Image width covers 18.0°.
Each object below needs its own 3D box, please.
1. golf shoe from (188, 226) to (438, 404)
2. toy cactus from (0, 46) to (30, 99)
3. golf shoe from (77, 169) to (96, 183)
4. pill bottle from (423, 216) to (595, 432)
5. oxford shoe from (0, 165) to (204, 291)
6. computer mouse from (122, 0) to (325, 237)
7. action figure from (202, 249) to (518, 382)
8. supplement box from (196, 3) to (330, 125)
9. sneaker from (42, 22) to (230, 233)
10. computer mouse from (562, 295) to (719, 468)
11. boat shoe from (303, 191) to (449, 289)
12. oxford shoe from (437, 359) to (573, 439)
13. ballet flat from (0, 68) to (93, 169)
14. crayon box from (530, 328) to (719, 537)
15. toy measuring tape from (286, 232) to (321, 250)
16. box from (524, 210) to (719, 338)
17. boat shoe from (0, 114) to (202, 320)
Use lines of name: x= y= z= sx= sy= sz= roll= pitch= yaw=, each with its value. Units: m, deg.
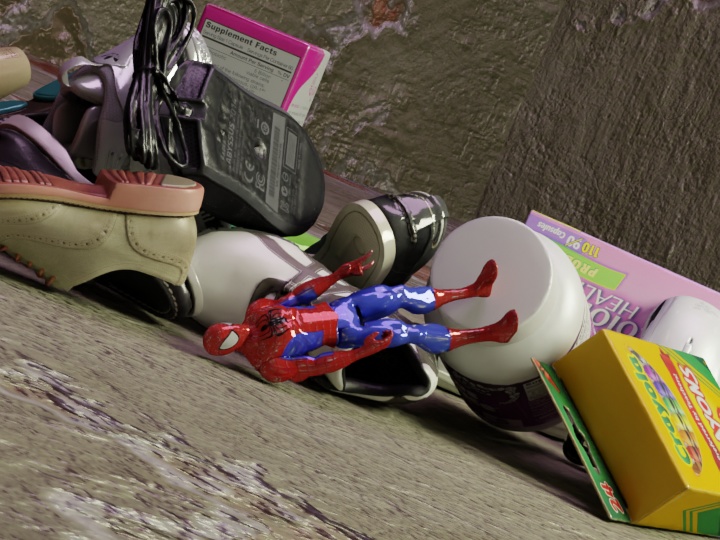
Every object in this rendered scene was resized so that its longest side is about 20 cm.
golf shoe: x=-0.035 y=0.030 z=1.480 sx=0.199 sy=0.078 sz=0.094 roll=21 pitch=5 yaw=-11
toy cactus: x=-0.315 y=-0.137 z=1.644 sx=0.165 sy=0.103 sz=0.200 roll=-22 pitch=43 yaw=-39
golf shoe: x=-0.181 y=-0.058 z=1.701 sx=0.199 sy=0.078 sz=0.094 roll=9 pitch=12 yaw=-22
pill bottle: x=0.103 y=0.035 z=1.576 sx=0.112 sy=0.113 sz=0.200 roll=25 pitch=-13 yaw=19
oxford shoe: x=-0.195 y=-0.023 z=1.377 sx=0.199 sy=0.074 sz=0.071 roll=3 pitch=12 yaw=-9
computer mouse: x=-0.097 y=-0.088 z=1.500 sx=0.053 sy=0.139 sz=0.200 roll=-13 pitch=-34 yaw=32
action figure: x=-0.003 y=0.030 z=1.420 sx=0.199 sy=0.052 sz=0.066 roll=-10 pitch=61 yaw=-18
supplement box: x=-0.113 y=-0.114 z=1.936 sx=0.103 sy=0.201 sz=0.101 roll=24 pitch=4 yaw=8
sneaker: x=-0.155 y=-0.065 z=1.543 sx=0.115 sy=0.201 sz=0.075 roll=-22 pitch=29 yaw=-39
computer mouse: x=0.229 y=0.082 z=1.686 sx=0.109 sy=0.200 sz=0.044 roll=23 pitch=-40 yaw=5
boat shoe: x=0.000 y=0.000 z=1.595 sx=0.072 sy=0.067 sz=0.200 roll=60 pitch=-30 yaw=8
oxford shoe: x=0.088 y=0.069 z=1.756 sx=0.199 sy=0.058 sz=0.075 roll=22 pitch=7 yaw=4
ballet flat: x=-0.221 y=-0.098 z=1.578 sx=0.199 sy=0.069 sz=0.068 roll=-20 pitch=20 yaw=-21
crayon box: x=0.203 y=0.112 z=1.536 sx=0.200 sy=0.051 sz=0.127 roll=15 pitch=44 yaw=-57
toy measuring tape: x=-0.042 y=0.005 z=1.761 sx=0.073 sy=0.074 sz=0.200 roll=25 pitch=5 yaw=14
box: x=0.195 y=0.054 z=1.862 sx=0.175 sy=0.097 sz=0.200 roll=24 pitch=-13 yaw=9
boat shoe: x=-0.185 y=-0.026 z=1.465 sx=0.200 sy=0.074 sz=0.060 roll=41 pitch=54 yaw=21
